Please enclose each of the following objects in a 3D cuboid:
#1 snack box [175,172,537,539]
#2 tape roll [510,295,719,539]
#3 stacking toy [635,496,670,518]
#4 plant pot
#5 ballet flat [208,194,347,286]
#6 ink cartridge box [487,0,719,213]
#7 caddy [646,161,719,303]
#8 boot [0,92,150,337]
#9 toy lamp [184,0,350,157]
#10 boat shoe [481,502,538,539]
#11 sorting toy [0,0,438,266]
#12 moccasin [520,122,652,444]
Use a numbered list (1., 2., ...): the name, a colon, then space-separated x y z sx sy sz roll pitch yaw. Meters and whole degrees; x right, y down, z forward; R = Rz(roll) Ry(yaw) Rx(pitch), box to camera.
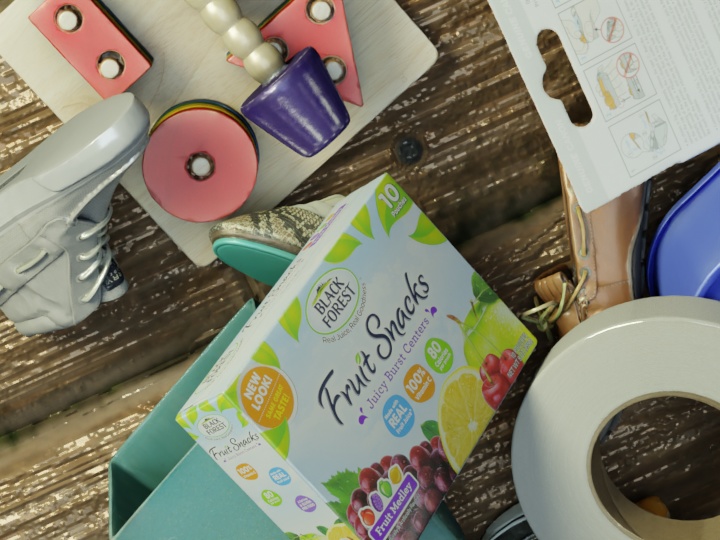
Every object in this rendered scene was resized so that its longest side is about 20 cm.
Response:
1. snack box: 0.003 0.060 1.133 0.142 0.200 0.053 46 137 -13
2. tape roll: 0.191 0.113 1.196 0.202 0.037 0.203 6 113 14
3. stacking toy: 0.162 0.241 1.283 0.110 0.116 0.200 18 85 -2
4. plant pot: -0.033 0.148 1.225 0.200 0.141 0.141 41 96 -14
5. ballet flat: 0.000 0.000 1.233 0.200 0.068 0.075 31 65 -20
6. ink cartridge box: 0.180 -0.151 1.204 0.200 0.057 0.163 -28 102 -8
7. caddy: 0.269 -0.015 1.226 0.141 0.105 0.200 36 110 -23
8. boot: -0.165 -0.027 1.183 0.096 0.074 0.200 46 136 -16
9. toy lamp: -0.083 -0.148 1.134 0.058 0.058 0.200 -42 99 5
10. boat shoe: 0.083 0.224 1.281 0.071 0.064 0.200 43 95 -10
11. sorting toy: -0.088 -0.134 1.200 0.200 0.070 0.199 -42 101 4
12. moccasin: 0.137 0.010 1.239 0.078 0.074 0.202 3 101 0
